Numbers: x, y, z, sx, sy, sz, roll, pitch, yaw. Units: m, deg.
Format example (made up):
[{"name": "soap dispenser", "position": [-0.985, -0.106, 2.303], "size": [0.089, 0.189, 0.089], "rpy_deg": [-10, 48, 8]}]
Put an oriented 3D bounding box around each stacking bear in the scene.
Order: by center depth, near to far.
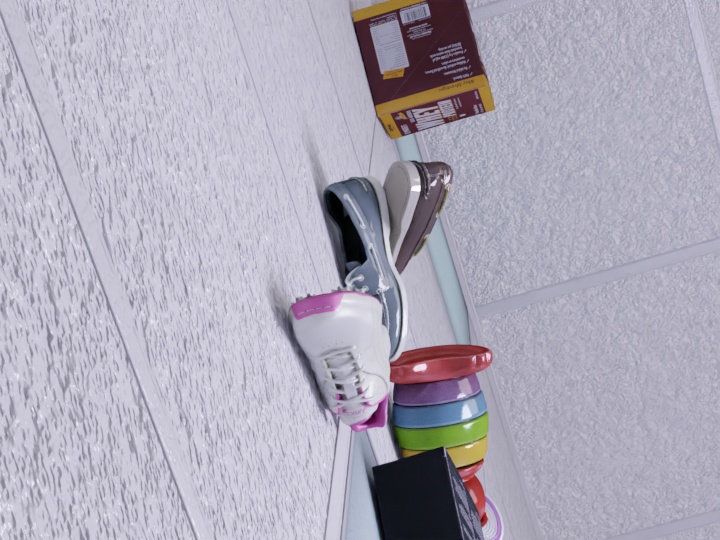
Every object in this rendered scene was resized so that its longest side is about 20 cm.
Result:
[{"name": "stacking bear", "position": [0.092, 0.189, 1.669], "size": [0.114, 0.121, 0.201], "rpy_deg": [-134, -143, -83]}]

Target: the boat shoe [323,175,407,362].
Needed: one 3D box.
[{"name": "boat shoe", "position": [0.000, 0.000, 1.619], "size": [0.062, 0.073, 0.201], "rpy_deg": [-5, 84, -39]}]

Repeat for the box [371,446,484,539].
[{"name": "box", "position": [0.078, 0.274, 1.465], "size": [0.200, 0.078, 0.142], "rpy_deg": [63, 11, -60]}]

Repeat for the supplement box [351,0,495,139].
[{"name": "supplement box", "position": [0.111, -0.363, 2.651], "size": [0.133, 0.196, 0.201], "rpy_deg": [48, 27, -74]}]

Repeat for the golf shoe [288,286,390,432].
[{"name": "golf shoe", "position": [-0.008, 0.075, 1.262], "size": [0.200, 0.075, 0.092], "rpy_deg": [54, 24, -67]}]

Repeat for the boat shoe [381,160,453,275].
[{"name": "boat shoe", "position": [0.046, -0.045, 1.665], "size": [0.072, 0.059, 0.201], "rpy_deg": [63, -31, 33]}]

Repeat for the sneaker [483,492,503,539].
[{"name": "sneaker", "position": [0.094, 0.244, 1.775], "size": [0.201, 0.074, 0.100], "rpy_deg": [69, -25, 19]}]
